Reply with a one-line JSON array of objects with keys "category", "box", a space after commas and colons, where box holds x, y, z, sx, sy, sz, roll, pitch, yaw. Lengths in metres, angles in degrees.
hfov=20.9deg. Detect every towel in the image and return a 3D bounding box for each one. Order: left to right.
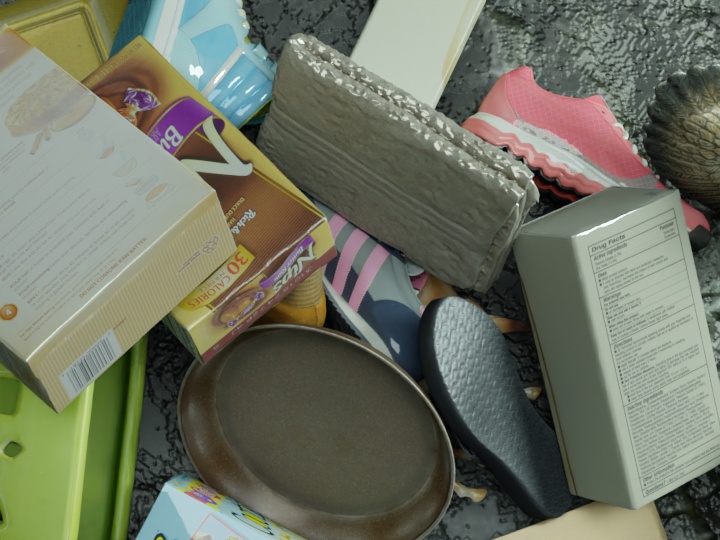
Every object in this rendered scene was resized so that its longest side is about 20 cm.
[{"category": "towel", "box": [0.022, -0.072, 1.322, 0.200, 0.133, 0.034, 33, 56, 8]}]

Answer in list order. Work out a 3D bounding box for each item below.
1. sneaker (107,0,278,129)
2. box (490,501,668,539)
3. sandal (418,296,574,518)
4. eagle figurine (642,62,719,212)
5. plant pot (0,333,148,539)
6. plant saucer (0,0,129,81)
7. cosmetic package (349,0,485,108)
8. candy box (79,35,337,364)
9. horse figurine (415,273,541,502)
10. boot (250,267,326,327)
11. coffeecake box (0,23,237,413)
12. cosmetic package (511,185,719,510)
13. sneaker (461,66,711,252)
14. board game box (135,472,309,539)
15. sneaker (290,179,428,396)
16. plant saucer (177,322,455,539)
[{"category": "sneaker", "box": [-0.102, -0.179, 1.428, 0.130, 0.080, 0.200, 30, 59, -22]}, {"category": "box", "box": [0.162, 0.272, 1.377, 0.163, 0.021, 0.200, -19, 82, -8]}, {"category": "sandal", "box": [0.085, 0.101, 1.332, 0.200, 0.043, 0.076, 58, 46, -33]}, {"category": "eagle figurine", "box": [0.308, -0.072, 1.374, 0.200, 0.152, 0.151, 2, 58, -46]}, {"category": "plant pot", "box": [-0.251, 0.099, 1.297, 0.181, 0.200, 0.199, 5, 79, 3]}, {"category": "plant saucer", "box": [-0.238, -0.106, 1.409, 0.200, 0.048, 0.200, -20, 80, -8]}, {"category": "cosmetic package", "box": [0.042, -0.174, 1.415, 0.071, 0.105, 0.200, 26, 80, 0]}, {"category": "candy box", "box": [-0.123, -0.049, 1.268, 0.117, 0.056, 0.200, -40, 66, -12]}, {"category": "horse figurine", "box": [0.058, 0.081, 1.394, 0.132, 0.050, 0.200, 33, 76, -3]}, {"category": "boot", "box": [-0.111, -0.004, 1.363, 0.201, 0.144, 0.071, 29, 44, 22]}, {"category": "coffeecake box", "box": [-0.203, -0.036, 1.197, 0.200, 0.073, 0.154, 38, 72, 26]}, {"category": "cosmetic package", "box": [0.182, 0.052, 1.345, 0.103, 0.073, 0.200, -22, 105, -30]}, {"category": "sneaker", "box": [0.175, -0.084, 1.423, 0.200, 0.074, 0.087, 28, 74, 0]}, {"category": "board game box", "box": [-0.063, 0.230, 1.321, 0.200, 0.103, 0.105, 28, 89, 1]}, {"category": "sneaker", "box": [0.000, 0.000, 1.382, 0.082, 0.070, 0.200, -21, 61, -18]}, {"category": "plant saucer", "box": [-0.028, 0.112, 1.332, 0.200, 0.200, 0.032, 29, 38, 2]}]
